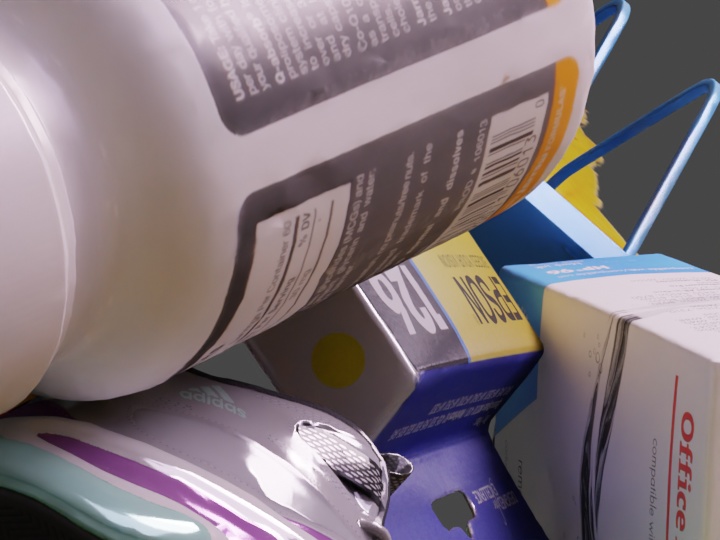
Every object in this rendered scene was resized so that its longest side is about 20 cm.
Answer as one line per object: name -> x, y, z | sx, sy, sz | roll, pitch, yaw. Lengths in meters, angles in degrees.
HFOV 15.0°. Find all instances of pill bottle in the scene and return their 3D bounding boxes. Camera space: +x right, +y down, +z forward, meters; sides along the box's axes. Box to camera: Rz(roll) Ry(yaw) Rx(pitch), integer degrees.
pill bottle -> -0.045, -0.038, 0.629 | 0.116, 0.116, 0.200 | 47, 43, 17

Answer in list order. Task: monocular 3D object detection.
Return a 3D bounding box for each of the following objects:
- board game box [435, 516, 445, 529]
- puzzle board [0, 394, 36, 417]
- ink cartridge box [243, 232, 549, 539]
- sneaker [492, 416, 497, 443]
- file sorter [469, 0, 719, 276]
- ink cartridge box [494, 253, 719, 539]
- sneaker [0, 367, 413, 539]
board game box -> 0.037, 0.122, 0.763 | 0.200, 0.030, 0.096 | 56, 10, 17
puzzle board -> -0.053, 0.067, 0.752 | 0.200, 0.017, 0.151 | 44, 13, 0
ink cartridge box -> 0.000, 0.000, 0.815 | 0.200, 0.047, 0.198 | 54, 11, 7
sneaker -> 0.127, 0.119, 1.044 | 0.200, 0.076, 0.115 | 36, 21, 6
file sorter -> 0.013, -0.072, 1.027 | 0.200, 0.139, 0.123 | 40, 54, -13
ink cartridge box -> 0.111, 0.069, 0.868 | 0.068, 0.116, 0.200 | -4, 11, -21
sneaker -> -0.002, 0.087, 0.649 | 0.200, 0.078, 0.140 | 43, 26, -3
